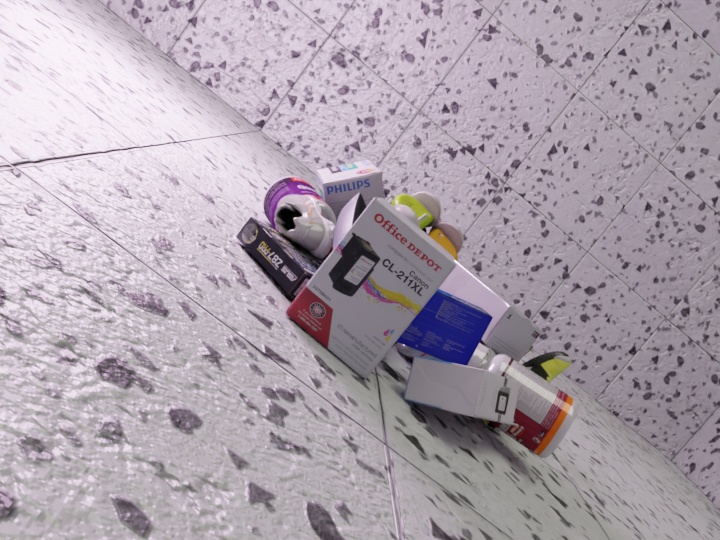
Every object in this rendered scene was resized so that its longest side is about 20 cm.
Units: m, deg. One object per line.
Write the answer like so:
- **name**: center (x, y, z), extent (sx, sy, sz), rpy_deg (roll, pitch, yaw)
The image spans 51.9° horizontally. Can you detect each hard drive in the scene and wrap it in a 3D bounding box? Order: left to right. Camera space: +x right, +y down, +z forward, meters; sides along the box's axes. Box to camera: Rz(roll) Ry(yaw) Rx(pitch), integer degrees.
- **hard drive**: center (0.000, -0.027, 1.201), extent (0.201, 0.042, 0.136), rpy_deg (-82, 151, -58)

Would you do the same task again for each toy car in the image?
- **toy car**: center (0.121, -0.068, 1.648), extent (0.201, 0.150, 0.175), rpy_deg (53, 38, 1)

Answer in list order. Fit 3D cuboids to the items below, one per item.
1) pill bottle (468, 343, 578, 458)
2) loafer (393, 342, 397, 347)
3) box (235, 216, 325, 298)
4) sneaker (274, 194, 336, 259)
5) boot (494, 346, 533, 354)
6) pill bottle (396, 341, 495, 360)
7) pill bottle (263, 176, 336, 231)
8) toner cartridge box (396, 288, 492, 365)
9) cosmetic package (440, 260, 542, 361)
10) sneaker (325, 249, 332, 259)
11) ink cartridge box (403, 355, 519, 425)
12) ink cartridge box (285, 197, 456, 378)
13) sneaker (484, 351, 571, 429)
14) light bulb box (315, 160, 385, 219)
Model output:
- **pill bottle**: center (0.247, 0.208, 1.220), extent (0.199, 0.110, 0.109), rpy_deg (33, 6, 12)
- **loafer**: center (0.060, 0.073, 1.211), extent (0.076, 0.069, 0.200), rpy_deg (65, 25, -9)
- **box**: center (-0.088, 0.003, 1.192), extent (0.161, 0.049, 0.200), rpy_deg (46, 9, 34)
- **sneaker**: center (-0.111, -0.094, 1.245), extent (0.091, 0.076, 0.200), rpy_deg (27, 8, -33)
- **boot**: center (0.241, 0.112, 1.521), extent (0.202, 0.180, 0.073), rpy_deg (63, -24, 13)
- **pill bottle**: center (0.161, 0.139, 1.351), extent (0.199, 0.109, 0.109), rpy_deg (33, 9, -37)
- **pill bottle**: center (-0.125, -0.115, 1.445), extent (0.112, 0.113, 0.200), rpy_deg (34, 10, -32)
- **toner cartridge box**: center (0.096, 0.071, 1.123), extent (0.198, 0.096, 0.043), rpy_deg (24, 8, -25)
- **cosmetic package**: center (0.220, 0.068, 1.333), extent (0.112, 0.081, 0.200), rpy_deg (33, 9, -36)
- **sneaker**: center (0.000, 0.000, 1.311), extent (0.086, 0.078, 0.201), rpy_deg (-23, 70, -36)
- **ink cartridge box**: center (0.162, 0.182, 1.107), extent (0.115, 0.068, 0.200), rpy_deg (8, -10, 31)
- **ink cartridge box**: center (0.016, 0.020, 1.017), extent (0.145, 0.201, 0.083), rpy_deg (38, 8, 1)
- **sneaker**: center (0.292, 0.212, 1.314), extent (0.077, 0.198, 0.076), rpy_deg (59, -5, 25)
- **light bulb box**: center (-0.012, -0.112, 1.549), extent (0.198, 0.123, 0.203), rpy_deg (-117, -164, -73)
